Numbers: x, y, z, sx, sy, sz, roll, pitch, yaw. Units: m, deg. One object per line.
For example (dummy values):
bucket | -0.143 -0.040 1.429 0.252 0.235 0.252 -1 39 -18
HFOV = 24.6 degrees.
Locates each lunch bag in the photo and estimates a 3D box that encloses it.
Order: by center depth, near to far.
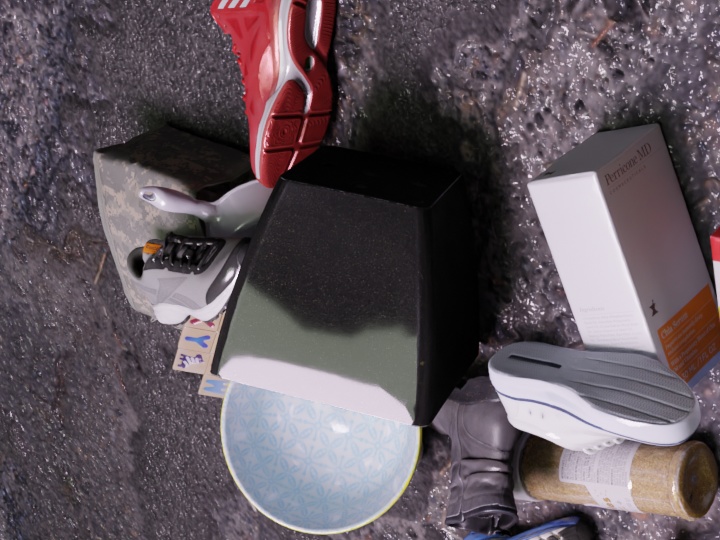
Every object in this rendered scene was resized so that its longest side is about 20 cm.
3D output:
lunch bag | -0.172 -0.026 1.676 0.163 0.117 0.202 20 124 39

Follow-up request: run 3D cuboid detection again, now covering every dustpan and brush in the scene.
dustpan and brush | -0.115 -0.044 1.559 0.140 0.198 0.057 -59 39 29

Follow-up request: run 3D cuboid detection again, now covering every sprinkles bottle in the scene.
sprinkles bottle | 0.215 0.177 1.458 0.199 0.068 0.069 0 115 45

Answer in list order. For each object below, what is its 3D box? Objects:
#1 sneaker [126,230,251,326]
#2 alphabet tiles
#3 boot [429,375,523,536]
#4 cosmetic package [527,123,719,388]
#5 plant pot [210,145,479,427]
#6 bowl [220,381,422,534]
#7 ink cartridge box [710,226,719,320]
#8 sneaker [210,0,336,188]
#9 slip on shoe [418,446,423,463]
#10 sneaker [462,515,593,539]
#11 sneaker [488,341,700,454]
sneaker | -0.156 0.000 1.510 0.079 0.074 0.199 46 151 -19
alphabet tiles | -0.081 0.081 1.639 0.197 0.006 0.167 10 135 -12
boot | 0.093 0.171 1.496 0.200 0.069 0.133 142 137 -74
cosmetic package | 0.217 -0.002 1.312 0.071 0.101 0.202 -6 112 46
plant pot | 0.000 0.000 1.440 0.197 0.200 0.180 12 110 14
bowl | -0.027 0.150 1.613 0.197 0.108 0.203 0 91 14
ink cartridge box | 0.332 0.021 1.237 0.115 0.067 0.202 9 121 41
sneaker | -0.086 -0.186 1.520 0.115 0.078 0.202 32 116 40
slip on shoe | -0.015 0.190 1.711 0.198 0.060 0.077 -15 74 32
sneaker | 0.136 0.274 1.593 0.199 0.090 0.079 -28 122 30
sneaker | 0.187 0.107 1.292 0.199 0.073 0.071 16 136 49
